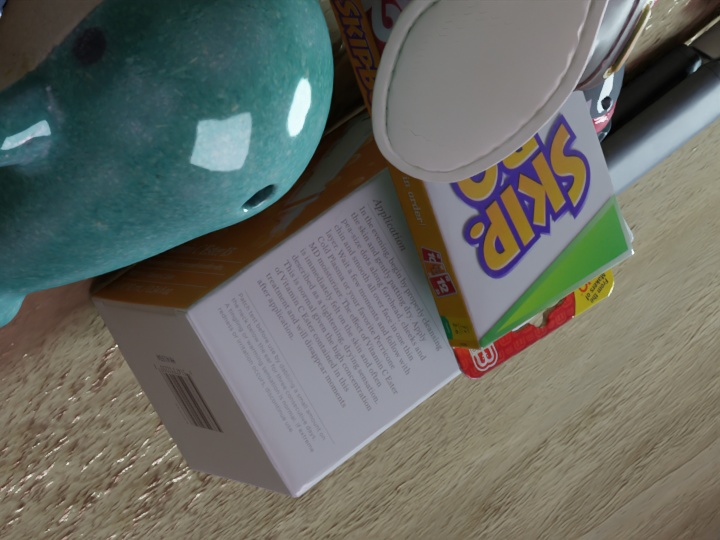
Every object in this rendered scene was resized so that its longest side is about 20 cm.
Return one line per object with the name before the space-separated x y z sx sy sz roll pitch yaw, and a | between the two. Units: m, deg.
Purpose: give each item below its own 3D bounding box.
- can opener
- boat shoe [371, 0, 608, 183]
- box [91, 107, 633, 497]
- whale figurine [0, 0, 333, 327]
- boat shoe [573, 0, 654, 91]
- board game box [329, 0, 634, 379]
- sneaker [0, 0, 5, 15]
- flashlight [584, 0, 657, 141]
can opener | 0.186 -0.119 1.407 0.200 0.053 0.067 -37 130 -14
boat shoe | 0.066 -0.121 0.930 0.202 0.072 0.060 -60 -172 34
box | 0.000 0.000 1.097 0.199 0.098 0.124 -36 -165 -21
whale figurine | -0.091 -0.037 0.881 0.200 0.104 0.159 -47 163 15
boat shoe | 0.106 -0.167 0.980 0.059 0.072 0.201 7 106 -51
board game box | 0.052 -0.062 1.022 0.095 0.201 0.030 -30 -158 -30
sneaker | -0.138 -0.053 0.730 0.200 0.109 0.070 -38 163 -13
flashlight | 0.132 -0.137 1.193 0.068 0.068 0.200 -17 151 -48
